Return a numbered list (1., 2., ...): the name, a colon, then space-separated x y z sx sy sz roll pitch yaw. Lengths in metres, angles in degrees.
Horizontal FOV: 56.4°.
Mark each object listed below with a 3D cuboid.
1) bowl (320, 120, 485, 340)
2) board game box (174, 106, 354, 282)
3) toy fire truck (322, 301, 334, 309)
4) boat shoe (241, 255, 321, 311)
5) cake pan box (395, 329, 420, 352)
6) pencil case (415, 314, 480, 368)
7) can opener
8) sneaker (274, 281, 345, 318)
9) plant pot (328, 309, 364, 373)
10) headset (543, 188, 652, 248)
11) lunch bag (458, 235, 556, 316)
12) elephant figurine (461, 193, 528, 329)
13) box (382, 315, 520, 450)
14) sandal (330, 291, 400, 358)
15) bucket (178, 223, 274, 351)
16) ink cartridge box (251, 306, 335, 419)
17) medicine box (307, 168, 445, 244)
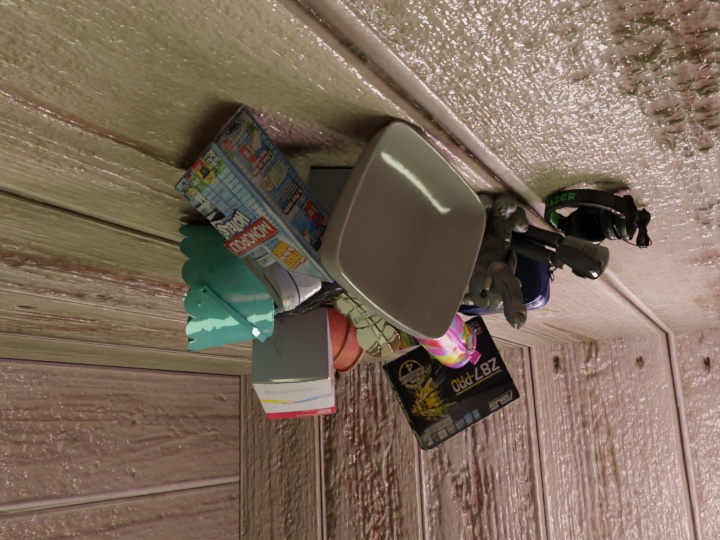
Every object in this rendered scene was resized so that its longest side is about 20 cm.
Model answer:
1. bowl: 0.044 -0.039 0.771 0.199 0.203 0.074 37 154 -32
2. board game box: -0.113 -0.061 0.783 0.200 0.062 0.199 43 149 -15
3. toy fire truck: -0.090 0.003 1.206 0.172 0.132 0.200 2 176 -18
4. boat shoe: -0.124 -0.026 0.938 0.066 0.201 0.074 -21 149 -25
5. cake pan box: 0.057 0.047 1.242 0.052 0.202 0.184 -30 179 -25
6. pencil case: 0.120 0.086 1.067 0.087 0.090 0.200 -10 148 31
7. can opener: 0.287 -0.039 1.028 0.198 0.053 0.066 25 176 45
8. sneaker: -0.095 0.021 1.120 0.198 0.084 0.071 -27 165 39
9. plant pot: -0.105 0.107 1.471 0.192 0.205 0.200 15 160 -28
10. headset: 0.372 -0.085 1.023 0.197 0.096 0.123 22 161 -25
11. lunch bag: 0.242 0.004 1.170 0.196 0.139 0.132 -6 171 21
12. elephant figurine: 0.184 -0.001 1.003 0.139 0.204 0.155 -9 166 25
13. box: 0.159 0.196 1.182 0.197 0.164 0.049 -25 176 -12
14. sandal: 0.011 0.079 1.217 0.079 0.054 0.201 -24 121 23
15. bucket: -0.212 0.022 1.056 0.132 0.212 0.207 -4 168 -13
16. ink cartridge box: -0.124 0.178 1.282 0.141 0.148 0.201 -4 151 0
17. medicine box: 0.012 -0.059 0.947 0.178 0.105 0.200 0 166 -8
